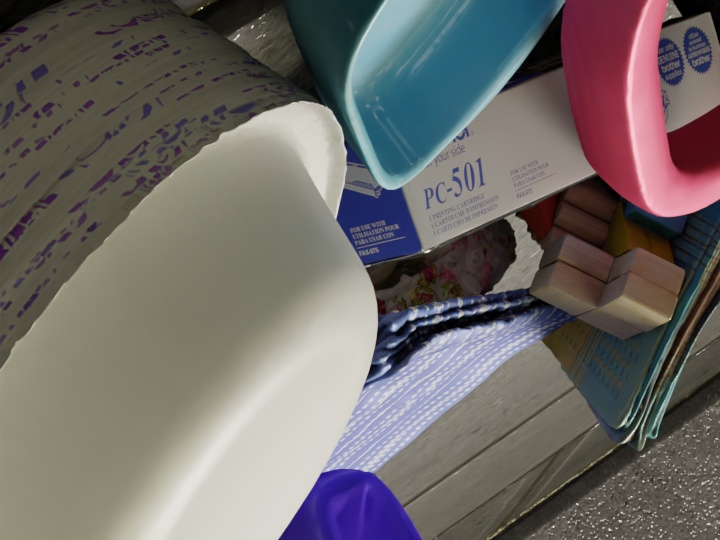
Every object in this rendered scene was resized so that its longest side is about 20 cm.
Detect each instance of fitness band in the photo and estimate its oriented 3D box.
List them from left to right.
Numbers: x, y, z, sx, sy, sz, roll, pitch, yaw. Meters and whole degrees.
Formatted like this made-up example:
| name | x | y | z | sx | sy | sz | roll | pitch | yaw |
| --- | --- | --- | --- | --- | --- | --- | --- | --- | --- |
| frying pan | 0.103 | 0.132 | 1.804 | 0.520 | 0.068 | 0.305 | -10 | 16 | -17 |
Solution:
| name | x | y | z | sx | sy | sz | roll | pitch | yaw |
| --- | --- | --- | --- | --- | --- | --- | --- | --- | --- |
| fitness band | 0.126 | -0.096 | 0.697 | 0.144 | 0.037 | 0.200 | -44 | 154 | -9 |

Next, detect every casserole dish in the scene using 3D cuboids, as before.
| name | x | y | z | sx | sy | sz | roll | pitch | yaw |
| --- | --- | --- | --- | --- | --- | --- | --- | --- | --- |
| casserole dish | 0.026 | -0.091 | 0.598 | 0.121 | 0.039 | 0.200 | -51 | 170 | -5 |

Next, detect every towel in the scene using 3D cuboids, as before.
| name | x | y | z | sx | sy | sz | roll | pitch | yaw |
| --- | --- | --- | --- | --- | --- | --- | --- | --- | --- |
| towel | 0.007 | 0.058 | 0.857 | 0.145 | 0.024 | 0.200 | -41 | 165 | 24 |
| towel | 0.128 | -0.014 | 0.924 | 0.147 | 0.022 | 0.200 | -63 | -168 | 8 |

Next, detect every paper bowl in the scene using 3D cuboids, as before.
| name | x | y | z | sx | sy | sz | roll | pitch | yaw |
| --- | --- | --- | --- | --- | --- | --- | --- | --- | --- |
| paper bowl | -0.071 | 0.034 | 0.563 | 0.201 | 0.104 | 0.201 | -50 | 164 | -20 |

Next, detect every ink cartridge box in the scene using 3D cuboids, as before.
| name | x | y | z | sx | sy | sz | roll | pitch | yaw |
| --- | --- | --- | --- | --- | --- | --- | --- | --- | --- |
| ink cartridge box | 0.046 | -0.046 | 0.778 | 0.094 | 0.044 | 0.200 | -13 | -171 | 43 |

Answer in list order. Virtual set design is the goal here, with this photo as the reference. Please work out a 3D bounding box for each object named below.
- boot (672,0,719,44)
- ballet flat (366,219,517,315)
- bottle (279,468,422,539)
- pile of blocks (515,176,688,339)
| name | x | y | z | sx | sy | sz | roll | pitch | yaw |
| --- | --- | --- | --- | --- | --- | --- | --- | --- | --- |
| boot | 0.196 | -0.147 | 0.838 | 0.131 | 0.070 | 0.200 | -36 | 167 | -8 |
| ballet flat | 0.000 | 0.000 | 0.862 | 0.200 | 0.075 | 0.064 | -33 | 135 | -43 |
| bottle | -0.056 | 0.155 | 0.855 | 0.200 | 0.084 | 0.065 | -37 | 168 | 35 |
| pile of blocks | 0.098 | -0.041 | 0.906 | 0.082 | 0.062 | 0.200 | -61 | -168 | 18 |
